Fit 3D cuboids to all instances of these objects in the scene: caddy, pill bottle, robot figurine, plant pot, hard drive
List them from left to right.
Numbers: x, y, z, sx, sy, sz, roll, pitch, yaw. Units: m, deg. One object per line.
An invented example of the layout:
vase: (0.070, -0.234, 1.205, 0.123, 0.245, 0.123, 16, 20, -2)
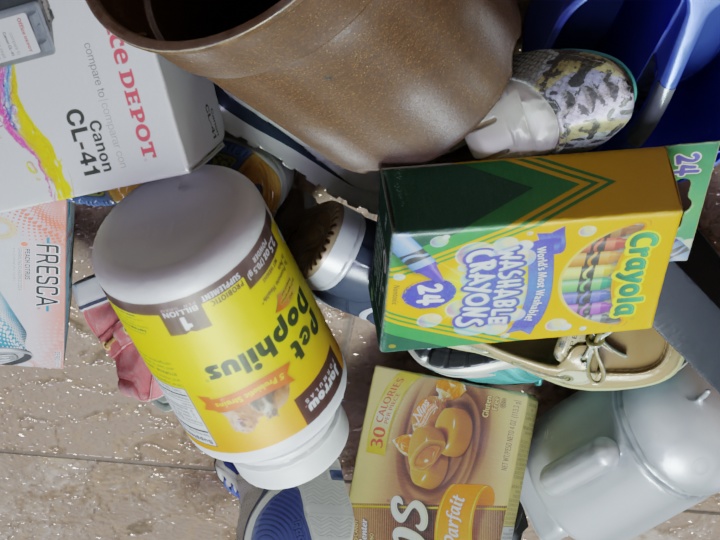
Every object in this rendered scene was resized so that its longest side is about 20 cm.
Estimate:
pill bottle: (-0.077, 0.040, 1.520, 0.109, 0.109, 0.200, -12, 132, 17)
plant pot: (-0.019, -0.162, 1.395, 0.200, 0.200, 0.198, -20, 145, 26)
robot figurine: (0.199, 0.128, 1.813, 0.200, 0.113, 0.170, -35, 169, 38)
caddy: (0.171, -0.127, 1.489, 0.141, 0.105, 0.200, 12, 142, -11)
hard drive: (0.196, -0.005, 1.630, 0.042, 0.135, 0.200, -35, 127, 16)

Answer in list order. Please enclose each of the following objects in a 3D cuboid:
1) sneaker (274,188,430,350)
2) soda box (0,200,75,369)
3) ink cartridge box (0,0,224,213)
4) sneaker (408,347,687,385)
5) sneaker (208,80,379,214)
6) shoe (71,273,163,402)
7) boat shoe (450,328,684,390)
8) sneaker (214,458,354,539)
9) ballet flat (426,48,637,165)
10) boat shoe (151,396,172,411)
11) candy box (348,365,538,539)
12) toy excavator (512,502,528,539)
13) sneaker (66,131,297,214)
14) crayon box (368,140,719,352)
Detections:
sneaker: (0.000, 0.000, 1.617, 0.108, 0.070, 0.200, 24, 177, -14)
soda box: (-0.228, -0.016, 1.686, 0.068, 0.064, 0.200, 5, 142, -4)
ink cartridge box: (-0.199, -0.115, 1.489, 0.200, 0.086, 0.148, -11, 105, 18)
sneaker: (0.133, 0.046, 1.763, 0.200, 0.078, 0.080, 1, 161, 9)
sneaker: (-0.015, -0.101, 1.566, 0.200, 0.076, 0.081, 26, 113, -38)
shoe: (-0.112, 0.027, 1.641, 0.200, 0.071, 0.091, -18, 97, 53)
boat shoe: (0.120, 0.039, 1.687, 0.200, 0.073, 0.063, 8, 178, 9)
sneaker: (-0.057, 0.159, 1.815, 0.080, 0.200, 0.115, 9, 154, -15)
ballet flat: (0.071, -0.085, 1.468, 0.200, 0.072, 0.072, -2, 150, 46)
boat shoe: (-0.104, 0.009, 1.719, 0.060, 0.076, 0.200, -20, 147, -38)
candy box: (0.050, 0.176, 1.795, 0.115, 0.200, 0.055, 11, 177, 14)
toy excavator: (0.008, 0.218, 1.892, 0.200, 0.195, 0.100, 6, 145, 21)
sneaker: (-0.136, -0.078, 1.593, 0.200, 0.088, 0.075, 21, 113, 10)
crayon box: (0.109, -0.013, 1.469, 0.200, 0.052, 0.126, -6, 146, -7)
